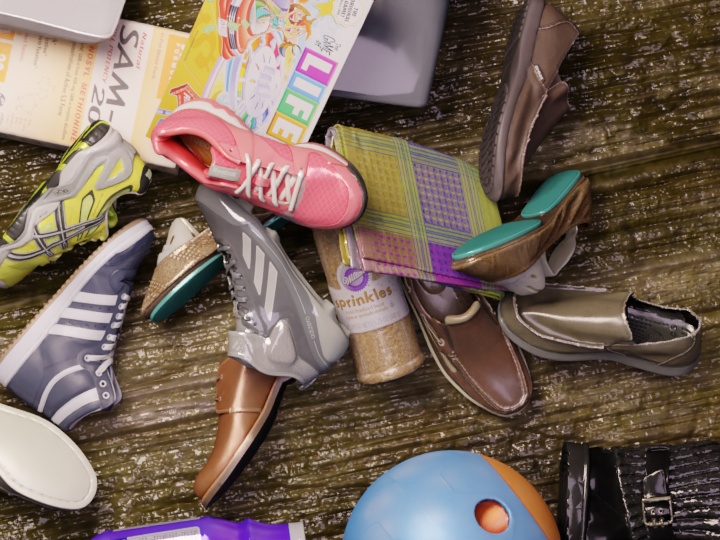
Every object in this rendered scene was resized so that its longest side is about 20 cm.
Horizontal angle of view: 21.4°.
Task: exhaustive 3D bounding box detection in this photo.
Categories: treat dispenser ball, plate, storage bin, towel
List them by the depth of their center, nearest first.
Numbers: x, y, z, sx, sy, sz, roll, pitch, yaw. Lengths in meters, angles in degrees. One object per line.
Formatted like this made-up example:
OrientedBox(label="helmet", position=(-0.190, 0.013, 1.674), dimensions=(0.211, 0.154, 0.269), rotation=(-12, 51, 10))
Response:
OrientedBox(label="treat dispenser ball", position=(0.081, 0.260, 1.684), dimensions=(0.199, 0.201, 0.203), rotation=(0, 88, -3))
OrientedBox(label="towel", position=(0.052, -0.051, 1.708), dimensions=(0.199, 0.023, 0.145), rotation=(10, 59, -40))
OrientedBox(label="plate", position=(-0.302, -0.265, 1.716), dimensions=(0.198, 0.200, 0.033), rotation=(12, 126, -2))
OrientedBox(label="storage bin", position=(-0.007, -0.224, 1.740), dimensions=(0.198, 0.146, 0.136), rotation=(6, 97, -2))

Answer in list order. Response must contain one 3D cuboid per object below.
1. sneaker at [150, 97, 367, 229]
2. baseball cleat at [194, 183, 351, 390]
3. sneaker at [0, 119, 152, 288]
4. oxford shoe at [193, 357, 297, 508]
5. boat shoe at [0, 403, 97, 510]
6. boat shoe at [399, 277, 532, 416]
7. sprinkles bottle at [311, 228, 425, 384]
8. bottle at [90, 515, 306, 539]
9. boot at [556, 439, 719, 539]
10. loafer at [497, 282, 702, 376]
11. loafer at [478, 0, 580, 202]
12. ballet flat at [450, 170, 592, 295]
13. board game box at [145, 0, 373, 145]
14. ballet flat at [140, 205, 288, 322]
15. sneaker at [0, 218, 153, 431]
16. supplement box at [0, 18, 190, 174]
OrientedBox(label="sneaker", position=(-0.092, -0.080, 1.619), dimensions=(0.199, 0.087, 0.074), rotation=(23, 111, 16))
OrientedBox(label="baseball cleat", position=(-0.097, 0.018, 1.691), dimensions=(0.106, 0.070, 0.200), rotation=(-42, 96, -12))
OrientedBox(label="sneaker", position=(-0.266, -0.043, 1.714), dimensions=(0.076, 0.076, 0.200), rotation=(38, 121, -13))
OrientedBox(label="oxford shoe", position=(-0.109, 0.122, 1.752), dimensions=(0.071, 0.071, 0.201), rotation=(26, 76, 3))
OrientedBox(label="boat shoe", position=(-0.333, 0.162, 1.740), dimensions=(0.201, 0.060, 0.072), rotation=(30, 57, -2))
OrientedBox(label="boat shoe", position=(0.090, 0.049, 1.756), dimensions=(0.075, 0.075, 0.203), rotation=(-36, 90, -4))
OrientedBox(label="sprinkles bottle", position=(0.000, 0.000, 1.739), dimensions=(0.068, 0.068, 0.202), rotation=(-19, 101, -3))
OrientedBox(label="bottle", position=(-0.147, 0.267, 1.741), dimensions=(0.198, 0.065, 0.084), rotation=(-9, 89, -3))
OrientedBox(label="boot", position=(0.260, 0.258, 1.754), dimensions=(0.156, 0.079, 0.213), rotation=(4, 87, -2))
OrientedBox(label="loafer", position=(0.225, 0.042, 1.756), dimensions=(0.198, 0.070, 0.076), rotation=(9, 56, -8))
OrientedBox(label="loafer", position=(0.161, -0.155, 1.760), dimensions=(0.070, 0.073, 0.202), rotation=(17, 78, -7))
OrientedBox(label="ballet flat", position=(0.155, -0.022, 1.731), dimensions=(0.067, 0.200, 0.073), rotation=(-9, 109, 39))
OrientedBox(label="board game box", position=(-0.088, -0.180, 1.672), dimensions=(0.134, 0.034, 0.201), rotation=(25, 109, -4))
OrientedBox(label="ballet flat", position=(-0.134, -0.034, 1.759), dimensions=(0.200, 0.071, 0.065), rotation=(-38, 80, -12))
OrientedBox(label="sneaker", position=(-0.234, 0.055, 1.744), dimensions=(0.108, 0.070, 0.200), rotation=(43, 91, 2))
OrientedBox(label="supplement box", position=(-0.251, -0.171, 1.750), dimensions=(0.198, 0.074, 0.127), rotation=(11, 88, -3))
